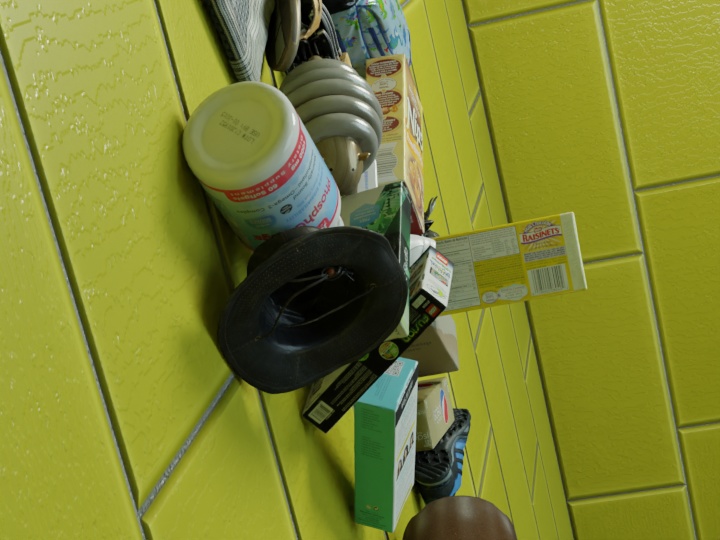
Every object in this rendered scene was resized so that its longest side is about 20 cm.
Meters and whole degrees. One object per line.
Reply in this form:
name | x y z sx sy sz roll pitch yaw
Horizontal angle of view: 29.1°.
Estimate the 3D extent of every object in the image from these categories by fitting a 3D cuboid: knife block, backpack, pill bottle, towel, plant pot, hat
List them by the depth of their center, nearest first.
hat | -0.056 0.017 1.268 0.081 0.200 0.201 55 -5 38
pill bottle | -0.081 -0.077 1.291 0.200 0.108 0.109 59 25 -57
towel | -0.127 -0.308 1.439 0.200 0.034 0.193 -87 161 -48
knife block | -0.039 -0.225 1.694 0.200 0.064 0.176 26 55 -74
plant pot | 0.128 0.393 1.698 0.198 0.199 0.201 -90 165 -66
backpack | -0.011 -0.324 1.772 0.200 0.153 0.164 86 -2 -48

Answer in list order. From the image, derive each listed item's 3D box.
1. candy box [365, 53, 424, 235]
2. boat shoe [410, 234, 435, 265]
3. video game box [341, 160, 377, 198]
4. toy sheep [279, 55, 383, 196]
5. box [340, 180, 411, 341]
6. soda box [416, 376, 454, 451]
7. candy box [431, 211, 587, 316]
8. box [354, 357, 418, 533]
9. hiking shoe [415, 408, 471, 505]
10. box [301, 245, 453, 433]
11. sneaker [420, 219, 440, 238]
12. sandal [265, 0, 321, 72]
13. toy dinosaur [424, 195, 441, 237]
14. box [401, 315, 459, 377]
candy box | 0.043 -0.156 1.729 0.116 0.055 0.201 66 21 -55
boat shoe | 0.050 0.050 1.715 0.074 0.065 0.201 -108 -153 -59
video game box | 0.000 0.000 1.619 0.200 0.047 0.183 91 -1 -58
toy sheep | -0.038 -0.162 1.523 0.138 0.137 0.201 63 7 -52
box | -0.020 0.002 1.419 0.201 0.144 0.036 -88 155 -44
soda box | 0.079 0.196 1.887 0.200 0.064 0.068 -21 101 -78
candy box | 0.184 -0.007 1.780 0.026 0.199 0.103 5 75 -81
box | 0.027 0.193 1.539 0.082 0.049 0.201 -62 159 -47
hiking shoe | 0.116 0.272 2.003 0.200 0.074 0.087 -57 144 -58
box | 0.019 0.072 1.457 0.035 0.200 0.110 38 24 -9
sneaker | 0.045 -0.048 1.820 0.200 0.114 0.077 54 27 -59
sandal | -0.071 -0.297 1.568 0.200 0.054 0.080 -90 -159 -50
toy dinosaur | 0.083 -0.010 1.976 0.077 0.102 0.200 -87 161 -45
box | 0.066 0.071 1.861 0.200 0.095 0.078 55 28 -59
